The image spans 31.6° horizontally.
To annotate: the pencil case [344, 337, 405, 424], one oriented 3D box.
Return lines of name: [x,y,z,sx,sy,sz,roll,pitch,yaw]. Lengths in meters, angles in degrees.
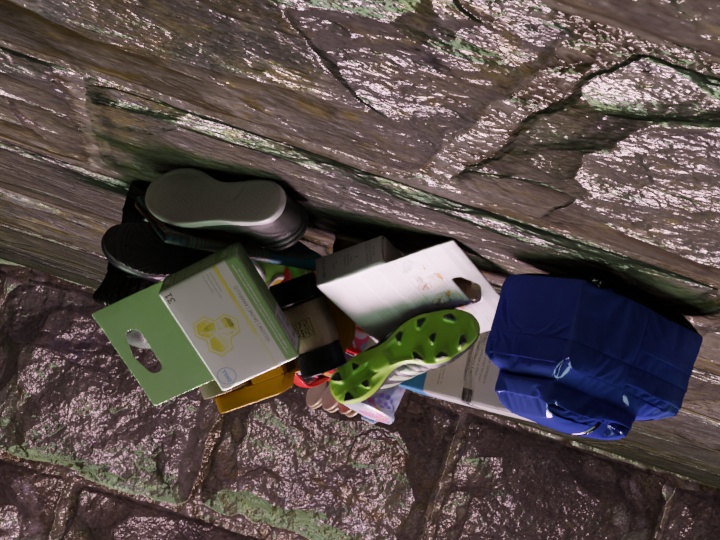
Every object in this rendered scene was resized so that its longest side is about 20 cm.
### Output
pencil case: [0.044,0.112,1.768,0.083,0.200,0.091,23,165,3]

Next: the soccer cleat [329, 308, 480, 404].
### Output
soccer cleat: [0.054,0.099,1.517,0.200,0.068,0.081,-28,174,15]

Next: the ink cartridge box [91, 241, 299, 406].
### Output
ink cartridge box: [-0.189,0.072,1.447,0.146,0.200,0.048,60,-168,-21]

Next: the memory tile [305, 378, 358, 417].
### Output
memory tile: [-0.008,0.122,1.914,0.017,0.200,0.153,32,164,-27]

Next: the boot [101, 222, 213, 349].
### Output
boot: [-0.258,0.025,1.544,0.165,0.066,0.200,13,148,-22]

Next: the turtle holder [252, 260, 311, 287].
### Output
turtle holder: [-0.160,0.002,1.676,0.185,0.132,0.141,24,168,-37]

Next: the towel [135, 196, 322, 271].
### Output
towel: [-0.156,-0.045,1.507,0.200,0.022,0.147,11,-166,-28]

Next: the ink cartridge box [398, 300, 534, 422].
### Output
ink cartridge box: [0.167,0.110,1.676,0.200,0.145,0.084,11,171,39]

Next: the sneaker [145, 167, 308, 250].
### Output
sneaker: [-0.148,-0.063,1.437,0.200,0.071,0.099,7,162,32]

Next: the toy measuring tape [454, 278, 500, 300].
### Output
toy measuring tape: [0.123,0.047,1.610,0.200,0.074,0.074,14,171,-1]

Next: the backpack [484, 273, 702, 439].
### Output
backpack: [0.252,0.097,1.375,0.200,0.168,0.162,18,179,-29]

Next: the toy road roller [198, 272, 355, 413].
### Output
toy road roller: [-0.102,0.082,1.552,0.200,0.123,0.146,-21,180,13]

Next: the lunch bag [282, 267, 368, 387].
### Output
lunch bag: [-0.070,0.078,1.814,0.082,0.176,0.200,-7,158,42]

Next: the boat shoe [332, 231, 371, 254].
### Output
boat shoe: [0.000,0.000,1.563,0.072,0.068,0.200,16,171,7]

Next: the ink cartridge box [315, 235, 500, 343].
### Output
ink cartridge box: [0.069,0.024,1.492,0.174,0.044,0.200,-20,142,21]

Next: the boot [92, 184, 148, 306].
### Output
boot: [-0.296,-0.022,1.696,0.079,0.158,0.211,19,171,-11]
